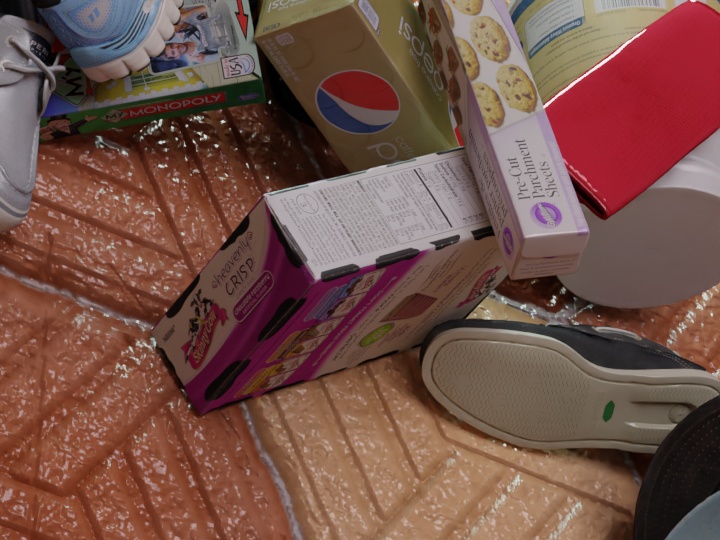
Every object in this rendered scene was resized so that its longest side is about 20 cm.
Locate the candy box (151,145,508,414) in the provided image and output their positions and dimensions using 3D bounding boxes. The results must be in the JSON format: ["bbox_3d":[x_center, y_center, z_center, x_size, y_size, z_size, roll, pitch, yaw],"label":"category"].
[{"bbox_3d":[0.000,0.000,1.438,0.200,0.136,0.061,-14,66,-43],"label":"candy box"}]

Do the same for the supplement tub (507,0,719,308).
[{"bbox_3d":[0.169,-0.092,1.628,0.144,0.145,0.200,16,48,-25],"label":"supplement tub"}]

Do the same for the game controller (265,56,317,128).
[{"bbox_3d":[-0.020,-0.166,1.637,0.104,0.042,0.200,24,44,-39],"label":"game controller"}]

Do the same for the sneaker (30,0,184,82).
[{"bbox_3d":[-0.130,-0.208,1.433,0.090,0.078,0.201,39,54,-42],"label":"sneaker"}]

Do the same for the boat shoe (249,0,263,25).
[{"bbox_3d":[-0.071,-0.167,1.550,0.200,0.071,0.091,35,65,15],"label":"boat shoe"}]

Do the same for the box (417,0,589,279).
[{"bbox_3d":[0.077,-0.086,1.430,0.041,0.039,0.200,-5,55,-15],"label":"box"}]

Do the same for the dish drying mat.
[{"bbox_3d":[0.169,-0.097,1.519,0.077,0.018,0.200,45,48,9],"label":"dish drying mat"}]

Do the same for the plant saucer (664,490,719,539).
[{"bbox_3d":[0.247,0.211,1.458,0.200,0.039,0.202,0,90,-3],"label":"plant saucer"}]

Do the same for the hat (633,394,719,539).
[{"bbox_3d":[0.248,0.161,1.520,0.200,0.201,0.081,40,-2,-2],"label":"hat"}]

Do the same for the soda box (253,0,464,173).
[{"bbox_3d":[0.019,-0.095,1.514,0.200,0.068,0.064,54,32,-35],"label":"soda box"}]

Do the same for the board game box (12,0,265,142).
[{"bbox_3d":[-0.136,-0.176,1.497,0.134,0.029,0.201,-10,63,-2],"label":"board game box"}]

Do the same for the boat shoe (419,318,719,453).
[{"bbox_3d":[0.120,0.063,1.537,0.199,0.072,0.068,11,25,-24],"label":"boat shoe"}]

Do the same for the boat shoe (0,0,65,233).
[{"bbox_3d":[-0.202,-0.117,1.419,0.070,0.071,0.201,34,33,-52],"label":"boat shoe"}]
